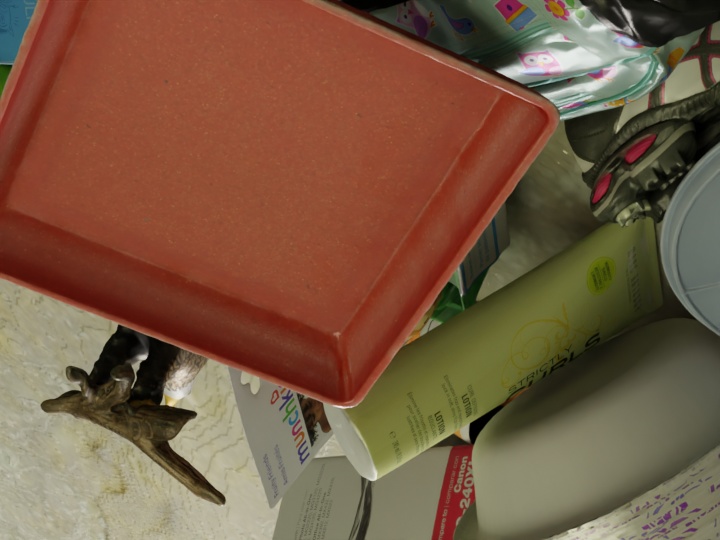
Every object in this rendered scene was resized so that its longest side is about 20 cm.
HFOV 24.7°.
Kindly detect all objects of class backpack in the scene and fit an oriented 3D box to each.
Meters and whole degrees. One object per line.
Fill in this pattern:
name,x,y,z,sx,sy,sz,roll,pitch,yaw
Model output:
backpack,0.076,-0.136,0.678,0.127,0.167,0.199,45,151,-19

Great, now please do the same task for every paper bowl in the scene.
paper bowl,0.138,0.099,0.843,0.200,0.200,0.105,-27,95,52

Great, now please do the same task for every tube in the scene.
tube,0.076,0.037,0.846,0.052,0.199,0.058,59,163,6

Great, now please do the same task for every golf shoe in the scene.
golf shoe,0.158,-0.102,0.704,0.200,0.077,0.089,-41,64,37

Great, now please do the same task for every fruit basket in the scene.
fruit basket,0.000,0.000,0.851,0.093,0.200,0.186,16,139,27

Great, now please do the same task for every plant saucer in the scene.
plant saucer,-0.050,-0.045,0.676,0.199,0.037,0.200,21,132,-14

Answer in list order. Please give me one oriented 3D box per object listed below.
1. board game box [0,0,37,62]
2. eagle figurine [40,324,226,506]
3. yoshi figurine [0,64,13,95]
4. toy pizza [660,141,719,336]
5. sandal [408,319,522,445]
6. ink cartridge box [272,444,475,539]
board game box,-0.214,-0.210,0.856,0.152,0.040,0.202,2,110,25
eagle figurine,-0.096,0.027,0.973,0.152,0.200,0.151,51,142,-12
yoshi figurine,-0.141,-0.053,0.865,0.198,0.112,0.113,17,116,20
toy pizza,0.233,-0.021,0.728,0.198,0.032,0.201,4,142,3
sandal,0.086,0.074,0.980,0.205,0.059,0.080,17,140,27
ink cartridge box,0.059,0.174,1.053,0.145,0.084,0.199,28,155,-37
